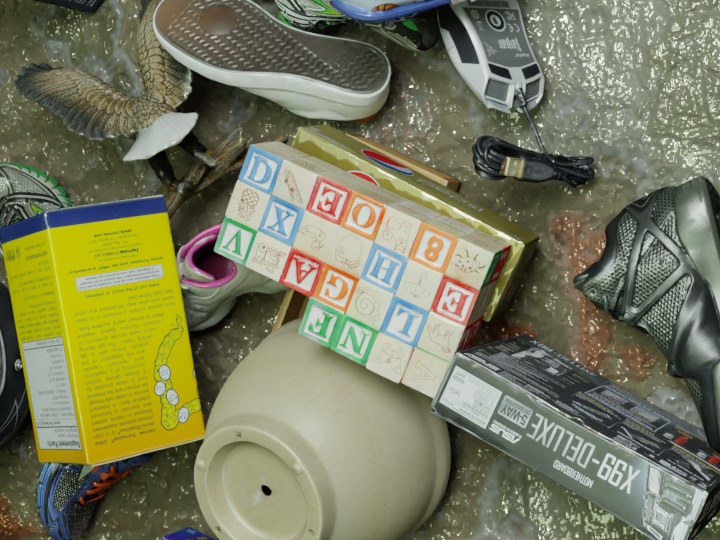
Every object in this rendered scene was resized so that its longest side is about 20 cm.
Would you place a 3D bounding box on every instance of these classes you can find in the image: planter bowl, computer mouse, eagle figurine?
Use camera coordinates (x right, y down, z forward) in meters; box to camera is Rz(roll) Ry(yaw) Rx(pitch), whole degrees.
[{"bbox_3d":[-0.046,0.153,1.100,0.199,0.135,0.202,12,114,28],"label":"planter bowl"},{"bbox_3d":[0.105,-0.152,1.076,0.044,0.109,0.202,-39,62,49],"label":"computer mouse"},{"bbox_3d":[-0.188,-0.147,1.188,0.151,0.151,0.201,-41,80,42],"label":"eagle figurine"}]

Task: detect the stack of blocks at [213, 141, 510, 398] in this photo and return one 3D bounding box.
[{"bbox_3d":[-0.004,-0.003,1.031,0.199,0.059,0.116,25,104,14],"label":"stack of blocks"}]

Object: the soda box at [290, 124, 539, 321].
[{"bbox_3d":[0.034,-0.039,1.079,0.199,0.064,0.068,28,104,12],"label":"soda box"}]

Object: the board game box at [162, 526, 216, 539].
[{"bbox_3d":[-0.097,0.326,1.208,0.199,0.045,0.136,21,101,23],"label":"board game box"}]

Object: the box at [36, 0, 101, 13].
[{"bbox_3d":[-0.306,-0.340,1.192,0.117,0.200,0.197,-44,75,20],"label":"box"}]

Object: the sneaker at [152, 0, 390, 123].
[{"bbox_3d":[-0.075,-0.162,1.136,0.198,0.085,0.073,20,70,5],"label":"sneaker"}]

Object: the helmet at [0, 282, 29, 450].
[{"bbox_3d":[-0.384,0.093,1.255,0.199,0.190,0.201,31,139,32],"label":"helmet"}]

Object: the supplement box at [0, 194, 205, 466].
[{"bbox_3d":[-0.211,0.050,1.142,0.108,0.109,0.202,-9,91,55],"label":"supplement box"}]

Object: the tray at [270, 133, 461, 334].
[{"bbox_3d":[0.000,0.000,1.153,0.098,0.037,0.202,26,104,22],"label":"tray"}]

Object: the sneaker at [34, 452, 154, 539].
[{"bbox_3d":[-0.227,0.162,1.249,0.078,0.075,0.201,30,106,18],"label":"sneaker"}]

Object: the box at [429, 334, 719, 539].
[{"bbox_3d":[0.169,0.117,1.012,0.199,0.157,0.050,28,104,21],"label":"box"}]

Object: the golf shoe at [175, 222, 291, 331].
[{"bbox_3d":[-0.130,-0.002,1.169,0.199,0.091,0.076,-26,68,38],"label":"golf shoe"}]

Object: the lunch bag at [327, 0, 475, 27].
[{"bbox_3d":[0.025,-0.262,1.046,0.200,0.159,0.076,51,151,40],"label":"lunch bag"}]

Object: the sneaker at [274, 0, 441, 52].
[{"bbox_3d":[-0.015,-0.223,1.137,0.199,0.078,0.086,33,113,29],"label":"sneaker"}]

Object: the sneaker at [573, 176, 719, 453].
[{"bbox_3d":[0.226,0.042,1.028,0.113,0.076,0.202,-16,82,27],"label":"sneaker"}]

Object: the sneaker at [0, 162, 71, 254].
[{"bbox_3d":[-0.290,-0.029,1.253,0.200,0.085,0.078,39,107,19],"label":"sneaker"}]
